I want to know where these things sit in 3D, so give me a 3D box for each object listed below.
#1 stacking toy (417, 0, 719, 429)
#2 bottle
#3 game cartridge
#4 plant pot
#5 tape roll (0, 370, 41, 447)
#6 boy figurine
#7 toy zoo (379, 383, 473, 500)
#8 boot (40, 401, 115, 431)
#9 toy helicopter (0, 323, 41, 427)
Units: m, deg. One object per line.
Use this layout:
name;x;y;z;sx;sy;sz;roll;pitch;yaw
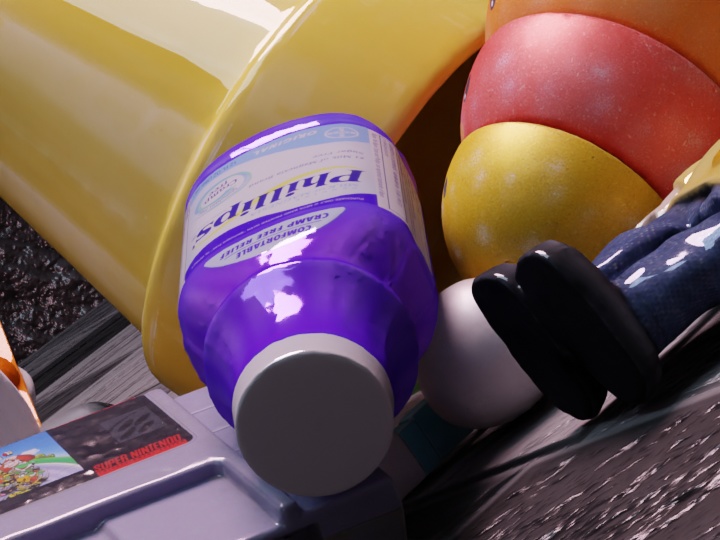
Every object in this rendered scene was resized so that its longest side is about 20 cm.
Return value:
stacking toy;0.075;-0.029;0.934;0.146;0.146;0.200;-27;25;55
bottle;-0.017;0.009;0.869;0.083;0.065;0.200;-22;20;7
game cartridge;-0.100;0.089;0.843;0.200;0.038;0.130;-20;25;-18
plant pot;-0.055;-0.055;1.090;0.201;0.189;0.201;-51;-19;-25
tape roll;-0.209;0.102;0.980;0.202;0.203;0.071;-36;6;-12
boy figurine;0.132;-0.035;0.835;0.200;0.064;0.124;-40;4;-19
toy zoo;-0.017;0.079;0.956;0.131;0.020;0.200;-28;8;47
boot;-0.176;0.121;1.080;0.200;0.070;0.132;-45;-22;-2
toy helicopter;-0.192;0.059;1.250;0.079;0.200;0.132;-37;-12;-28
